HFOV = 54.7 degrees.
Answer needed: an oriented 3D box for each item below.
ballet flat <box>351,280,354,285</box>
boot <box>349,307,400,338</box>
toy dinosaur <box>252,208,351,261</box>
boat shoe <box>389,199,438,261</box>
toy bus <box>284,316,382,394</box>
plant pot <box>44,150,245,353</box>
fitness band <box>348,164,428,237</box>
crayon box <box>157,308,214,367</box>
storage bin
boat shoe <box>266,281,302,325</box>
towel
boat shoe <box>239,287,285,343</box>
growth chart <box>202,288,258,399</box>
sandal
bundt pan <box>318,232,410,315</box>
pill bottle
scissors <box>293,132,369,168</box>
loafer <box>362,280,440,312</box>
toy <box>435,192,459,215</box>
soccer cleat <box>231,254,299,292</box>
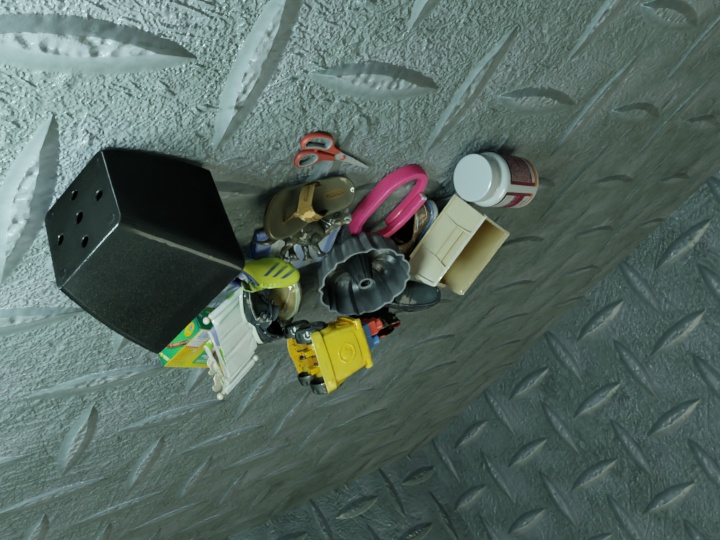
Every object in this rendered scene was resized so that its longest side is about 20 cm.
[{"bbox_3d":[-0.033,0.006,1.529,0.070,0.070,0.201,13,126,-35],"label":"ballet flat"},{"bbox_3d":[0.048,0.068,1.627,0.197,0.152,0.074,-25,156,-20],"label":"boot"},{"bbox_3d":[-0.113,-0.071,1.261,0.196,0.105,0.077,-6,177,-28],"label":"toy dinosaur"},{"bbox_3d":[0.098,-0.074,1.545,0.071,0.073,0.203,-8,135,-36],"label":"boat shoe"},{"bbox_3d":[-0.050,0.152,1.463,0.189,0.139,0.199,-23,-170,-22],"label":"toy bus"},{"bbox_3d":[-0.305,-0.040,0.939,0.199,0.202,0.176,-41,144,18],"label":"plant pot"},{"bbox_3d":[0.060,-0.131,1.418,0.200,0.038,0.142,-47,153,24],"label":"fitness band"},{"bbox_3d":[-0.306,0.140,1.417,0.118,0.059,0.199,-42,155,17],"label":"crayon box"},{"bbox_3d":[0.219,-0.048,1.568,0.200,0.093,0.199,-54,155,11],"label":"storage bin"},{"bbox_3d":[-0.172,0.071,1.449,0.074,0.073,0.201,-8,151,-21],"label":"boat shoe"},{"bbox_3d":[-0.128,-0.046,1.348,0.197,0.024,0.148,-18,150,-33],"label":"towel"},{"bbox_3d":[-0.189,0.085,1.369,0.064,0.076,0.201,-1,143,7],"label":"boat shoe"},{"bbox_3d":[-0.256,0.144,1.374,0.144,0.017,0.204,-40,136,-44],"label":"growth chart"},{"bbox_3d":[-0.082,-0.114,1.201,0.197,0.082,0.054,-25,-160,-30],"label":"sandal"},{"bbox_3d":[0.000,0.000,1.432,0.197,0.077,0.204,-14,141,-11],"label":"bundt pan"},{"bbox_3d":[0.293,-0.195,1.504,0.198,0.115,0.115,-3,142,-49],"label":"pill bottle"},{"bbox_3d":[-0.034,-0.201,1.191,0.197,0.014,0.074,-5,141,-46],"label":"scissors"},{"bbox_3d":[0.086,0.053,1.557,0.195,0.070,0.071,3,164,-6],"label":"loafer"},{"bbox_3d":[0.207,-0.102,1.649,0.114,0.048,0.201,-27,155,-21],"label":"toy"},{"bbox_3d":[-0.189,0.012,1.262,0.198,0.085,0.065,16,132,-44],"label":"soccer cleat"}]
